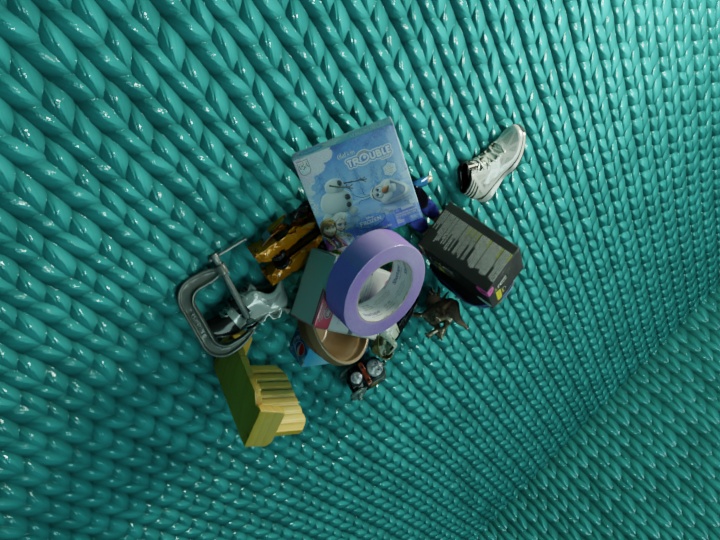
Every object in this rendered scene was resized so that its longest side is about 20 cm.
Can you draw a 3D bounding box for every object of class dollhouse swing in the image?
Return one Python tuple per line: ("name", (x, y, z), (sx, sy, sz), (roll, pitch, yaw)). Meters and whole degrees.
("dollhouse swing", (-0.188, 0.237, 1.576), (0.173, 0.202, 0.183), (-6, 142, -33))

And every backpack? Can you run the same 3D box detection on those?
("backpack", (0.300, 0.005, 1.861), (0.183, 0.200, 0.134), (-48, 143, 2))

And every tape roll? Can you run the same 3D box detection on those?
("tape roll", (0.030, 0.025, 1.453), (0.198, 0.066, 0.203), (-24, 134, -27))

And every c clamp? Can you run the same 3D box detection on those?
("c clamp", (-0.260, 0.062, 1.452), (0.168, 0.027, 0.203), (-24, 108, -11))

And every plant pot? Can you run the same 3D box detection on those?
("plant pot", (-0.074, 0.111, 1.654), (0.091, 0.205, 0.199), (-15, 161, 37))

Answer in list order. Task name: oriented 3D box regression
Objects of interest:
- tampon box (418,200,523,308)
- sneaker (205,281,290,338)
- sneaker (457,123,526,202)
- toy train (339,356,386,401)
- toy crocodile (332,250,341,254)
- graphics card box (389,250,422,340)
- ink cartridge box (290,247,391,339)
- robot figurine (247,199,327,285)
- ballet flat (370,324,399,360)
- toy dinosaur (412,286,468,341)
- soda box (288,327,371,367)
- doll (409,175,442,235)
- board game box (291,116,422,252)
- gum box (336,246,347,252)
("tampon box", (0.255, -0.034, 1.723), (0.127, 0.199, 0.150), (-52, 157, -3))
("sneaker", (-0.240, 0.069, 1.519), (0.197, 0.074, 0.090), (-22, 119, -27))
("sneaker", (0.297, -0.251, 1.731), (0.114, 0.076, 0.203), (5, 122, -48))
("toy train", (0.010, 0.262, 1.871), (0.113, 0.086, 0.200), (-30, 168, -8))
("toy crocodile", (0.000, 0.000, 1.678), (0.062, 0.068, 0.201), (-40, 140, -7))
("graphics card box", (0.096, 0.055, 1.781), (0.126, 0.050, 0.202), (-56, 158, -34))
("ink cartridge box", (-0.031, 0.050, 1.544), (0.198, 0.084, 0.148), (17, 92, -47))
("robot figurine", (-0.123, -0.069, 1.500), (0.199, 0.058, 0.146), (-39, 141, -12))
("ballet flat", (0.060, 0.147, 1.746), (0.070, 0.071, 0.201), (-30, 152, -20))
("toy dinosaur", (0.206, 0.099, 1.897), (0.135, 0.198, 0.087), (-42, 113, -29))
("soda box", (-0.067, 0.172, 1.771), (0.197, 0.064, 0.069), (-2, 125, -43))
("doll", (0.123, -0.151, 1.675), (0.138, 0.048, 0.199), (-55, 145, 0))
("board game box", (-0.004, -0.158, 1.419), (0.196, 0.044, 0.202), (-20, 118, 4))
("gum box", (0.022, -0.135, 1.532), (0.114, 0.065, 0.203), (-61, 174, -65))
